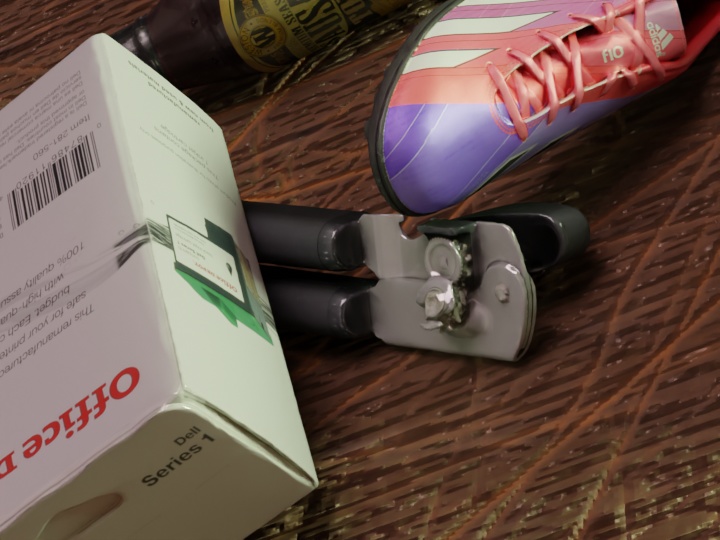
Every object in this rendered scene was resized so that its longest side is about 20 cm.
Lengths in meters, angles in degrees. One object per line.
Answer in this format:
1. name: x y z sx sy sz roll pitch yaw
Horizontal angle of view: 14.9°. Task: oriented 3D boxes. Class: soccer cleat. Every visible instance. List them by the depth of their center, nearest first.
1. soccer cleat: 0.081 -0.084 1.054 0.073 0.068 0.200 7 33 43

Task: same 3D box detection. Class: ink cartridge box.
1. ink cartridge box: -0.111 0.032 1.042 0.146 0.084 0.201 -36 43 19

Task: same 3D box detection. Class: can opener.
1. can opener: 0.000 0.000 1.077 0.199 0.053 0.066 4 15 41

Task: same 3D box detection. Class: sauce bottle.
1. sauce bottle: -0.038 -0.123 1.238 0.199 0.066 0.066 -29 34 14
